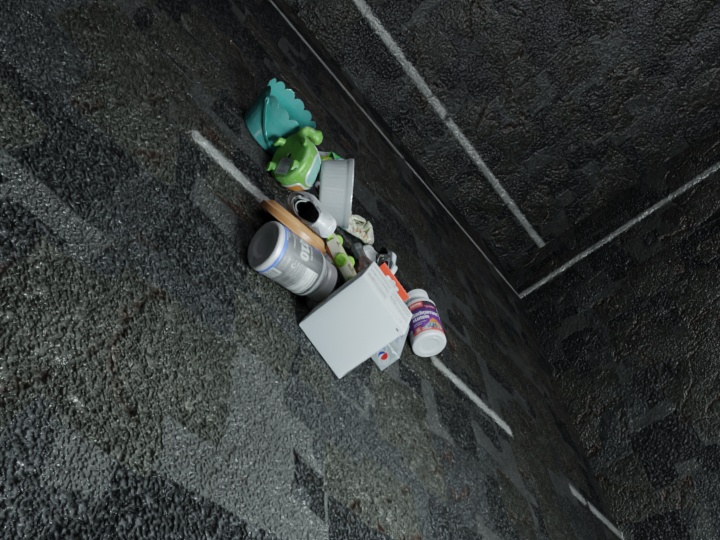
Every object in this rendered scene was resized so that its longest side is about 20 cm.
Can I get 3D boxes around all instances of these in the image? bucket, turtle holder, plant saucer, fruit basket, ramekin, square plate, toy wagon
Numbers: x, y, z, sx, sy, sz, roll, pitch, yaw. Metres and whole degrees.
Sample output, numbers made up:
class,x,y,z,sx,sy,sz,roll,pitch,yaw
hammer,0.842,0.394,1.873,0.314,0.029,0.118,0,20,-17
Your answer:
class,x,y,z,sx,sy,sz,roll,pitch,yaw
bucket,-0.243,-0.450,1.602,0.207,0.134,0.209,43,24,-25
turtle holder,-0.178,-0.316,1.522,0.131,0.138,0.191,40,41,-51
plant saucer,-0.160,-0.110,1.309,0.199,0.033,0.200,40,0,0
fruit basket,-0.118,-0.314,1.728,0.198,0.093,0.190,0,66,-54
ramekin,-0.074,-0.231,1.573,0.094,0.205,0.203,5,34,-4
square plate,0.052,0.006,1.716,0.203,0.028,0.198,57,21,3
toy wagon,-0.053,-0.042,1.356,0.203,0.039,0.156,61,5,-22

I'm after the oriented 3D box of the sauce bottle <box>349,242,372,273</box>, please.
class,x,y,z,sx,sy,sz,roll,pitch,yaw
sauce bottle,0.022,0.016,1.467,0.065,0.065,0.204,16,44,-57

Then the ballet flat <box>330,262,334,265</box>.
class,x,y,z,sx,sy,sz,roll,pitch,yaw
ballet flat,-0.125,-0.020,1.351,0.198,0.046,0.069,28,33,-50

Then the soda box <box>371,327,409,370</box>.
class,x,y,z,sx,sy,sz,roll,pitch,yaw
soda box,0.080,0.188,1.455,0.064,0.068,0.200,50,21,-6

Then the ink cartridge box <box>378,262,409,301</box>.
class,x,y,z,sx,sy,sz,roll,pitch,yaw
ink cartridge box,0.009,0.086,1.274,0.110,0.198,0.050,51,21,-4

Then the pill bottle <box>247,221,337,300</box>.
class,x,y,z,sx,sy,sz,roll,pitch,yaw
pill bottle,-0.148,-0.014,1.201,0.199,0.113,0.116,35,29,-42

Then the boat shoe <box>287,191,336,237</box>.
class,x,y,z,sx,sy,sz,roll,pitch,yaw
boat shoe,-0.132,-0.145,1.269,0.068,0.072,0.201,38,9,-46

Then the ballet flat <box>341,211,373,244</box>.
class,x,y,z,sx,sy,sz,roll,pitch,yaw
ballet flat,0.002,-0.141,1.772,0.198,0.064,0.077,25,32,-53

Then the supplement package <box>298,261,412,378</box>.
class,x,y,z,sx,sy,sz,roll,pitch,yaw
supplement package,-0.010,0.110,1.197,0.157,0.198,0.111,52,21,-5

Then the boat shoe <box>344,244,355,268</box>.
class,x,y,z,sx,sy,sz,roll,pitch,yaw
boat shoe,0.001,0.001,1.562,0.201,0.066,0.072,47,2,36

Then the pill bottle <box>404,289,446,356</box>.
class,x,y,z,sx,sy,sz,roll,pitch,yaw
pill bottle,0.196,0.160,1.685,0.111,0.110,0.203,37,27,-36

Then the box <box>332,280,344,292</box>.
class,x,y,z,sx,sy,sz,roll,pitch,yaw
box,-0.012,0.100,1.421,0.162,0.043,0.200,55,21,-1

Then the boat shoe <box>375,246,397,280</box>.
class,x,y,z,sx,sy,sz,roll,pitch,yaw
boat shoe,0.075,-0.025,1.685,0.066,0.070,0.201,41,24,-11

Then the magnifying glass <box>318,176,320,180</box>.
class,x,y,z,sx,sy,sz,roll,pitch,yaw
magnifying glass,-0.130,-0.301,1.639,0.194,0.081,0.023,9,42,-18
